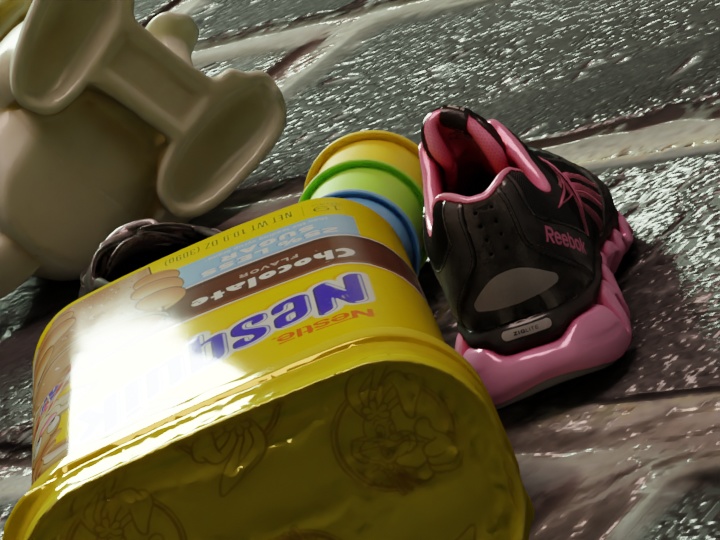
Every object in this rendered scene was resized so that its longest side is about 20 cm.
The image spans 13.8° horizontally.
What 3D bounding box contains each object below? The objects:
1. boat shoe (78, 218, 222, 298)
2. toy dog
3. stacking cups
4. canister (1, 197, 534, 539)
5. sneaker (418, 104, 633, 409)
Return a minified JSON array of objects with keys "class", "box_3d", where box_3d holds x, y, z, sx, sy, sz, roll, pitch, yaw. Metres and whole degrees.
[{"class":"boat shoe","box_3d":[-0.078,0.000,1.266,0.067,0.057,0.200,-30,18,-16]},{"class":"toy dog","box_3d":[-0.151,-0.067,1.476,0.194,0.139,0.200,-64,25,-1]},{"class":"stacking cups","box_3d":[0.000,0.000,1.141,0.060,0.061,0.200,-22,15,10]},{"class":"canister","box_3d":[-0.035,0.053,0.939,0.148,0.087,0.200,-24,17,1]},{"class":"sneaker","box_3d":[0.052,-0.025,1.104,0.079,0.096,0.200,-25,16,6]}]
